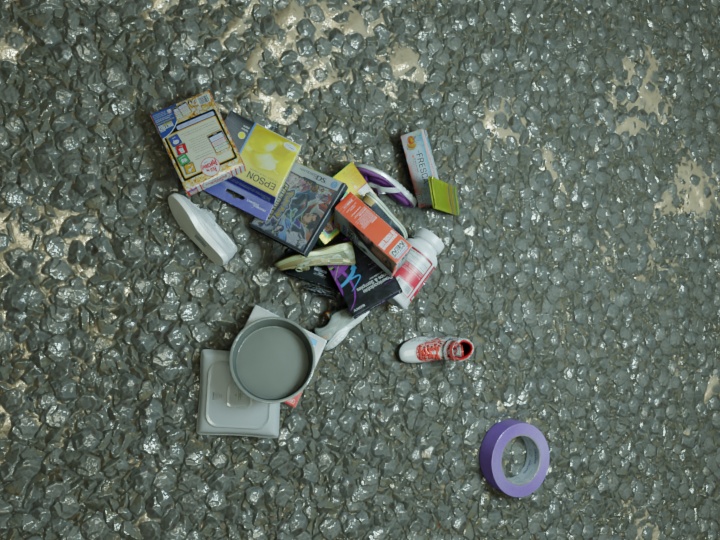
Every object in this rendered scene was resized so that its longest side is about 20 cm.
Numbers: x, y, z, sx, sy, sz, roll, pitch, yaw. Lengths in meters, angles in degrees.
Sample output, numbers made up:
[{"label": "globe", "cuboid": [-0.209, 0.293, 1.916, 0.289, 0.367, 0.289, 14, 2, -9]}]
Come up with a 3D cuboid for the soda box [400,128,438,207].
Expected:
[{"label": "soda box", "cuboid": [0.169, -0.275, 1.576, 0.063, 0.068, 0.204, -13, 94, 20]}]

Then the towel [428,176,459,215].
[{"label": "towel", "cuboid": [0.227, -0.199, 1.561, 0.199, 0.018, 0.088, 1, 78, -64]}]

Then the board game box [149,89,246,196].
[{"label": "board game box", "cuboid": [-0.377, -0.297, 1.354, 0.150, 0.046, 0.202, -25, 85, -10]}]

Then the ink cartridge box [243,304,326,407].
[{"label": "ink cartridge box", "cuboid": [-0.205, 0.208, 1.406, 0.198, 0.045, 0.178, 26, 77, -3]}]

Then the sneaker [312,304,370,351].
[{"label": "sneaker", "cuboid": [-0.038, 0.114, 1.487, 0.200, 0.074, 0.080, -44, 97, -17]}]

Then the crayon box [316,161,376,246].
[{"label": "crayon box", "cuboid": [-0.065, -0.170, 1.495, 0.200, 0.058, 0.119, -42, 102, -18]}]

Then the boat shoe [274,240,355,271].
[{"label": "boat shoe", "cuboid": [-0.111, -0.023, 1.425, 0.197, 0.073, 0.064, -14, 101, -10]}]

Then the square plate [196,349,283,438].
[{"label": "square plate", "cuboid": [-0.285, 0.293, 1.369, 0.194, 0.028, 0.204, 4, 91, -5]}]

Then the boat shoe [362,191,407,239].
[{"label": "boat shoe", "cuboid": [0.057, -0.127, 1.510, 0.062, 0.074, 0.200, -50, 137, -2]}]

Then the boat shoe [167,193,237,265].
[{"label": "boat shoe", "cuboid": [-0.369, -0.107, 1.373, 0.200, 0.072, 0.069, 48, 51, -6]}]

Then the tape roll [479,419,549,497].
[{"label": "tape roll", "cuboid": [0.440, 0.533, 1.656, 0.197, 0.065, 0.204, 1, 86, -21]}]

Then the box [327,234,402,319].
[{"label": "box", "cuboid": [0.000, 0.000, 1.463, 0.141, 0.036, 0.202, -29, 75, 0]}]

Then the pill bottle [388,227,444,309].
[{"label": "pill bottle", "cuboid": [0.130, -0.008, 1.526, 0.112, 0.112, 0.201, 40, 81, -15]}]

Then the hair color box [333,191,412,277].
[{"label": "hair color box", "cuboid": [0.026, -0.085, 1.402, 0.199, 0.111, 0.064, 41, 74, 9]}]

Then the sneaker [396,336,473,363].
[{"label": "sneaker", "cuboid": [0.204, 0.212, 1.556, 0.198, 0.108, 0.069, -3, 88, -21]}]

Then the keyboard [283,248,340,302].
[{"label": "keyboard", "cuboid": [-0.111, 0.020, 1.490, 0.197, 0.040, 0.106, 19, 58, -18]}]

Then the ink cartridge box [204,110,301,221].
[{"label": "ink cartridge box", "cuboid": [-0.272, -0.255, 1.406, 0.195, 0.047, 0.203, 25, 77, -5]}]

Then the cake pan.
[{"label": "cake pan", "cuboid": [-0.203, 0.209, 1.345, 0.196, 0.037, 0.204, 4, 66, -8]}]

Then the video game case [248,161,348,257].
[{"label": "video game case", "cuboid": [-0.152, -0.156, 1.414, 0.179, 0.026, 0.202, 26, 79, 25]}]

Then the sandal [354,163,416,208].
[{"label": "sandal", "cuboid": [0.065, -0.215, 1.534, 0.201, 0.082, 0.050, 30, 74, -18]}]
